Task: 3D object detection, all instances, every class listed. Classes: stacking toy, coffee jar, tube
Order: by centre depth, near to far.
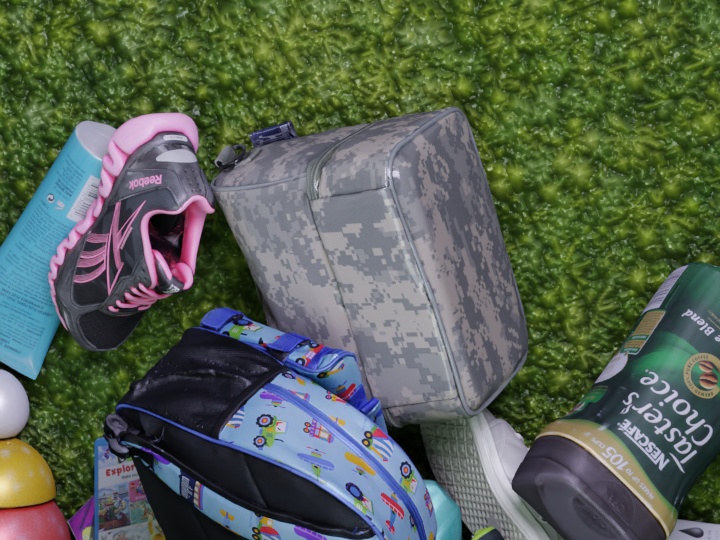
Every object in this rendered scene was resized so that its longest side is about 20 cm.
[{"bbox_3d":[0.191,0.097,1.343,0.104,0.085,0.200,43,71,-6],"label":"coffee jar"},{"bbox_3d":[-0.220,-0.012,1.450,0.077,0.051,0.201,30,116,-9],"label":"tube"},{"bbox_3d":[-0.263,0.172,1.500,0.145,0.146,0.202,3,96,9],"label":"stacking toy"}]

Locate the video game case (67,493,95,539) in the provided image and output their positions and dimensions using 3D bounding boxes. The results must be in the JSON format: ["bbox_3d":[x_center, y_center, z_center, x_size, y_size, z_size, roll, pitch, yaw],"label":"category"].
[{"bbox_3d":[-0.102,0.189,1.459,0.200,0.036,0.182,-44,59,22],"label":"video game case"}]

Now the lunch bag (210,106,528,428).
[{"bbox_3d":[0.000,0.000,1.366,0.167,0.139,0.202,-10,107,28],"label":"lunch bag"}]

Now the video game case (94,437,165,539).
[{"bbox_3d":[-0.129,0.212,1.441,0.142,0.018,0.202,-10,77,36],"label":"video game case"}]

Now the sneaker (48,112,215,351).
[{"bbox_3d":[-0.149,-0.007,1.392,0.096,0.078,0.201,55,137,33],"label":"sneaker"}]

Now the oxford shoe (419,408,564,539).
[{"bbox_3d":[0.100,0.146,1.411,0.201,0.057,0.075,57,146,31],"label":"oxford shoe"}]

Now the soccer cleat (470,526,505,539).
[{"bbox_3d":[0.071,0.259,1.387,0.081,0.067,0.201,34,124,24],"label":"soccer cleat"}]

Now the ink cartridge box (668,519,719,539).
[{"bbox_3d":[0.179,0.231,1.430,0.198,0.116,0.067,6,134,6],"label":"ink cartridge box"}]

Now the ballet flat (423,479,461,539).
[{"bbox_3d":[0.015,0.239,1.419,0.067,0.070,0.201,25,112,1],"label":"ballet flat"}]

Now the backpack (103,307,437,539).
[{"bbox_3d":[-0.037,0.134,1.289,0.199,0.135,0.184,16,140,33],"label":"backpack"}]

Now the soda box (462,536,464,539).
[{"bbox_3d":[-0.023,0.229,1.497,0.199,0.068,0.064,-22,106,18],"label":"soda box"}]
